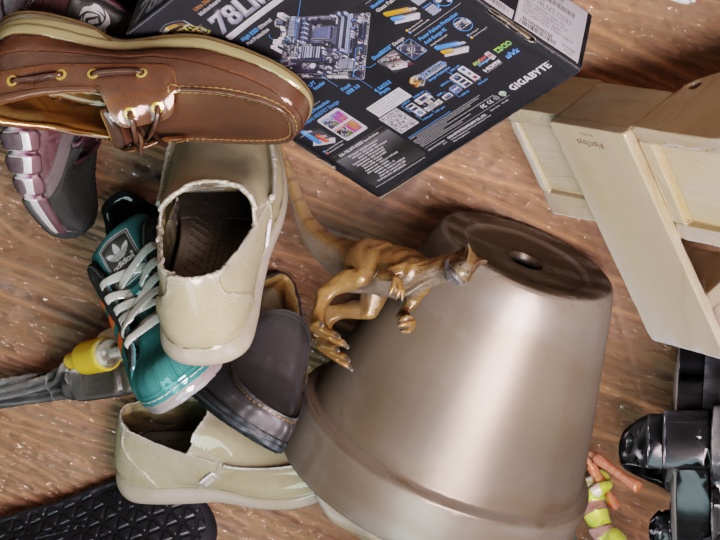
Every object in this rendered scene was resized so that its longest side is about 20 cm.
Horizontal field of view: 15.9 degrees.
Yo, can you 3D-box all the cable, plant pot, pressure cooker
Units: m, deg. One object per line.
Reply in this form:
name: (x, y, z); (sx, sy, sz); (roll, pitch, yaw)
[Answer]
cable: (-0.194, 0.064, 1.749); (0.200, 0.097, 0.050); (-8, 91, 40)
plant pot: (0.071, 0.064, 1.617); (0.199, 0.200, 0.174); (21, 110, -2)
pressure cooker: (0.260, 0.115, 1.598); (0.199, 0.179, 0.176); (0, 128, 12)

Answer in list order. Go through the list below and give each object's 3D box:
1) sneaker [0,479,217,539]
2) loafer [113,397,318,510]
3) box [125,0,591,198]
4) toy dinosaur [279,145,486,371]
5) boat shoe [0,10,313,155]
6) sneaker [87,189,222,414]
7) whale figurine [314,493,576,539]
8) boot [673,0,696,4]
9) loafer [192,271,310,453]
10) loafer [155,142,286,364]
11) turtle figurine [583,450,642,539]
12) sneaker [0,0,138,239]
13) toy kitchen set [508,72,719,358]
sneaker: (-0.186, 0.201, 1.844); (0.199, 0.072, 0.083); (-9, 146, 20)
loafer: (-0.083, 0.116, 1.740); (0.199, 0.076, 0.068); (-8, 127, 20)
box: (-0.003, -0.142, 1.504); (0.198, 0.050, 0.200); (32, 142, -23)
toy dinosaur: (0.000, 0.000, 1.576); (0.200, 0.106, 0.060); (19, 160, 44)
boat shoe: (-0.128, -0.098, 1.516); (0.199, 0.068, 0.072); (10, 146, 9)
sneaker: (-0.135, 0.017, 1.606); (0.071, 0.200, 0.080); (-36, 116, 8)
whale figurine: (0.063, 0.169, 1.703); (0.200, 0.104, 0.159); (34, 169, -37)
boot: (0.231, -0.237, 1.424); (0.144, 0.072, 0.200); (4, 122, 8)
loafer: (-0.064, 0.053, 1.618); (0.073, 0.200, 0.072); (34, 100, -19)
loafer: (-0.084, -0.037, 1.545); (0.075, 0.200, 0.068); (-1, 140, 2)
turtle figurine: (0.183, 0.228, 1.702); (0.064, 0.200, 0.161); (-27, 157, -8)
sneaker: (-0.165, -0.111, 1.600); (0.115, 0.076, 0.200); (-6, 123, 13)
toy kitchen set: (0.233, -0.066, 1.543); (0.200, 0.180, 0.163); (15, 137, 55)
